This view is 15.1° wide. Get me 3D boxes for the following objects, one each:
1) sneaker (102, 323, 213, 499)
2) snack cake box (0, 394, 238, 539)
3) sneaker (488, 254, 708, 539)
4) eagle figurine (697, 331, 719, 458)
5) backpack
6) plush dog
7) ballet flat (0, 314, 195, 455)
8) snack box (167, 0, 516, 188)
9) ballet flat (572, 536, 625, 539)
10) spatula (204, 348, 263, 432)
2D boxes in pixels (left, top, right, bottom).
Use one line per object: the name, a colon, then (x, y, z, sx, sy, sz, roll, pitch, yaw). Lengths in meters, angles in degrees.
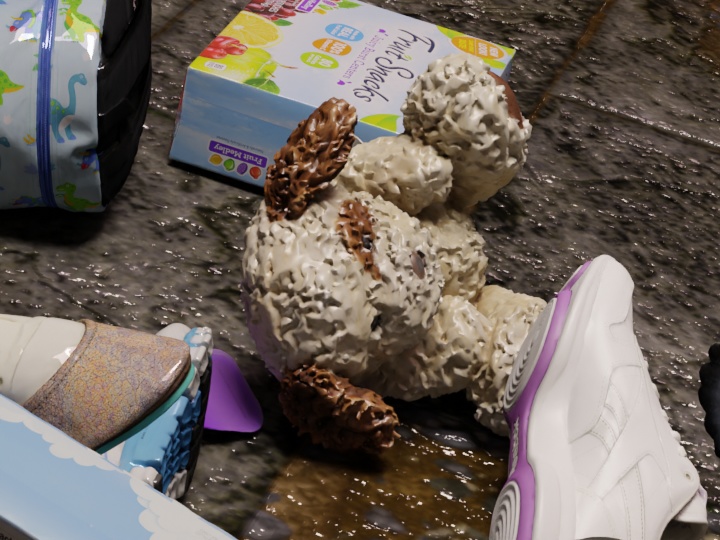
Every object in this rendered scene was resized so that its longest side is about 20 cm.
sneaker: (-0.119, 0.078, 1.209, 0.086, 0.075, 0.200, 10, 27, 7)
snack cake box: (-0.097, 0.145, 1.031, 0.199, 0.116, 0.067, 29, 30, 26)
sneaker: (0.117, 0.086, 1.289, 0.099, 0.075, 0.201, 18, 54, -10)
eagle figurine: (0.245, 0.108, 1.295, 0.150, 0.153, 0.200, -5, 30, 4)
backpack: (-0.174, -0.112, 1.498, 0.153, 0.164, 0.200, -2, 36, -16)
plush dog: (0.000, 0.000, 1.363, 0.160, 0.201, 0.171, -10, 0, 31)
ballet flat: (-0.153, 0.056, 1.116, 0.067, 0.199, 0.068, 48, 42, -18)
snack box: (-0.007, -0.103, 1.653, 0.168, 0.068, 0.200, 18, 26, 8)
ballet flat: (0.132, 0.156, 1.191, 0.199, 0.068, 0.068, 21, 11, -26)
spatula: (-0.132, 0.065, 1.288, 0.199, 0.021, 0.057, -7, 50, -34)
